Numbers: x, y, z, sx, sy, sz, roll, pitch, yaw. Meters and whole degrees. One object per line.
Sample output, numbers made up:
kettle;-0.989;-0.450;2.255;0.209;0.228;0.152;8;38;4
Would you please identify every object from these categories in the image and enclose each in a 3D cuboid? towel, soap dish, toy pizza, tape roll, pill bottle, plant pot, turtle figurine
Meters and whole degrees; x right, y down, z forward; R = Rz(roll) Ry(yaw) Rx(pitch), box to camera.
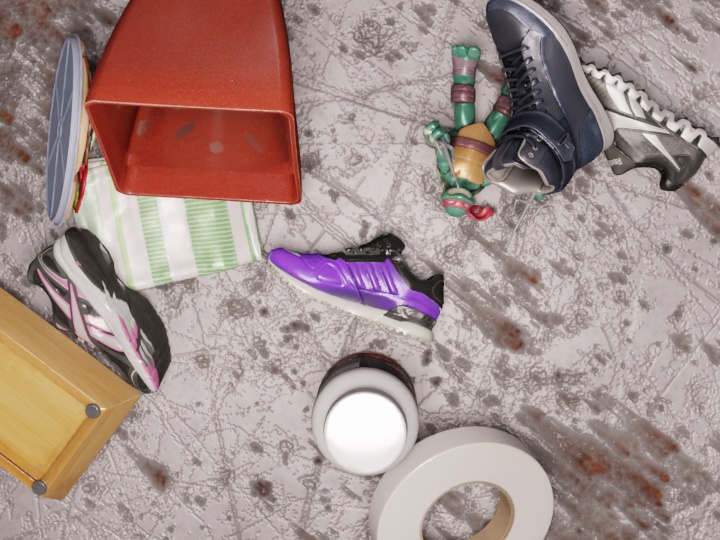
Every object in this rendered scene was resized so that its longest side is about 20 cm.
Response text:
towel;-0.216;-0.062;1.499;0.200;0.023;0.153;-11;94;2
soap dish;-0.365;0.138;1.478;0.200;0.081;0.157;37;103;-2
toy pizza;-0.298;-0.144;1.416;0.032;0.200;0.200;5;94;-19
tape roll;0.108;0.260;1.457;0.203;0.037;0.203;-7;117;-14
pill bottle;0.006;0.150;1.416;0.111;0.200;0.111;0;95;1
plant pot;-0.155;-0.194;1.400;0.200;0.200;0.176;4;67;2
turtle figurine;0.122;-0.130;1.443;0.150;0.101;0.200;17;78;-26

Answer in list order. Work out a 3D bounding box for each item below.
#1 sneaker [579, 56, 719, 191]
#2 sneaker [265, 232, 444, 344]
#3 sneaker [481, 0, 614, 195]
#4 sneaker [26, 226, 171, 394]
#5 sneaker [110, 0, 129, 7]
sneaker;0.279;-0.152;1.454;0.200;0.066;0.091;32;92;-3
sneaker;0.000;0.000;1.478;0.200;0.070;0.100;23;87;-4
sneaker;0.162;-0.172;1.377;0.146;0.077;0.202;-42;103;-32
sneaker;-0.285;0.050;1.483;0.086;0.080;0.200;-25;104;23
sneaker;-0.261;-0.387;1.457;0.078;0.079;0.200;-7;118;8
